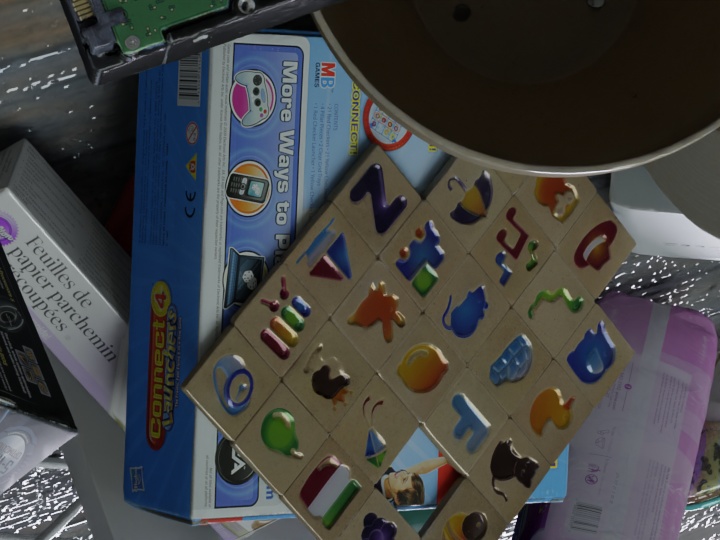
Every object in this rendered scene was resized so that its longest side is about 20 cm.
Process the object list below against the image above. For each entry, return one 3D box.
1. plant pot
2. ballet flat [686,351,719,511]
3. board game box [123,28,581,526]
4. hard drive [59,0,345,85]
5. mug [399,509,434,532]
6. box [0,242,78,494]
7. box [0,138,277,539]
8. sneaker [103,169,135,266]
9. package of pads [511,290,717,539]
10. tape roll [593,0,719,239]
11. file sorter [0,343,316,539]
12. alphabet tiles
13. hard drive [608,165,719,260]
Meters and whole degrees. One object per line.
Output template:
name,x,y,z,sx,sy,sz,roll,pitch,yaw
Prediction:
plant pot,0.068,-0.128,1.140,0.200,0.201,0.134,-23,177,-5
ballet flat,0.234,0.066,1.639,0.200,0.069,0.071,-21,111,-31
board game box,0.000,0.000,1.253,0.195,0.201,0.056,0,-176,-36
hard drive,-0.024,-0.161,1.042,0.199,0.140,0.038,-21,173,-12
mug,-0.011,0.127,1.485,0.151,0.185,0.115,-3,120,-9
box,-0.194,-0.027,1.053,0.043,0.200,0.160,-37,148,18
box,-0.098,0.032,1.265,0.039,0.041,0.200,-28,118,24
sneaker,-0.036,0.000,1.334,0.200,0.071,0.113,14,127,-37
package of pads,0.123,0.119,1.518,0.075,0.200,0.121,18,138,0
tape roll,0.161,-0.110,1.194,0.037,0.203,0.203,-10,145,-27
file sorter,-0.101,0.130,1.360,0.139,0.200,0.125,9,139,-44
alphabet tiles,0.034,0.028,1.241,0.200,0.008,0.167,-52,120,-21
hard drive,0.183,-0.024,1.367,0.131,0.027,0.200,5,176,7
